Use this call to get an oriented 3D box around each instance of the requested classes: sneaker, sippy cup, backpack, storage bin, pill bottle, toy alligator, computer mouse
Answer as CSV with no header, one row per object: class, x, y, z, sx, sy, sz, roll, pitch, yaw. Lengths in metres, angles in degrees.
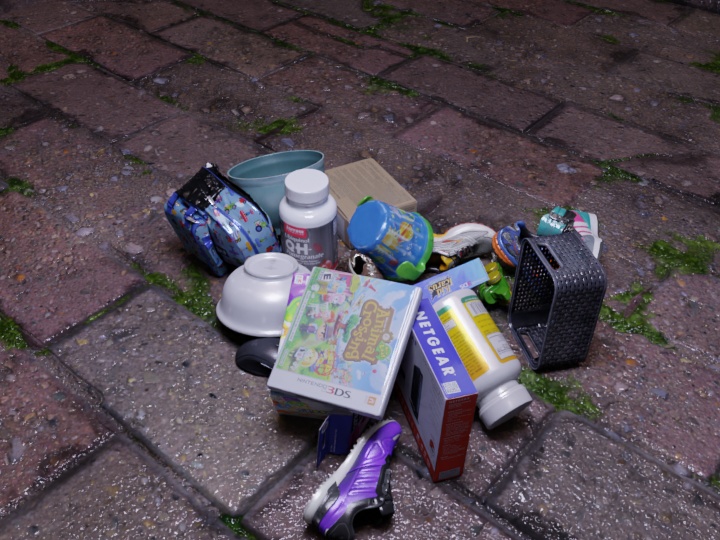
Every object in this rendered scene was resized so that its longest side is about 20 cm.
sneaker,0.415,-0.066,1.462,0.119,0.085,0.201,12,32,5
sippy cup,0.049,-0.065,1.369,0.177,0.130,0.141,14,81,43
sneaker,0.340,-0.016,1.377,0.199,0.079,0.075,38,50,5
sneaker,0.015,0.302,1.021,0.099,0.070,0.200,30,51,21
sneaker,0.000,0.000,1.332,0.070,0.077,0.200,-13,18,-18
backpack,-0.250,-0.075,1.380,0.199,0.183,0.134,35,67,28
storage bin,0.325,0.051,1.224,0.092,0.202,0.136,-7,39,-11
pill bottle,-0.098,-0.085,1.376,0.109,0.202,0.111,0,39,0
sneaker,0.180,-0.033,1.433,0.197,0.078,0.083,-14,44,-4
toy alligator,0.247,0.019,1.384,0.054,0.060,0.200,-30,19,14
computer mouse,-0.105,0.130,1.234,0.198,0.046,0.141,17,43,18
pill bottle,0.182,0.140,1.149,0.112,0.113,0.201,-21,66,-25

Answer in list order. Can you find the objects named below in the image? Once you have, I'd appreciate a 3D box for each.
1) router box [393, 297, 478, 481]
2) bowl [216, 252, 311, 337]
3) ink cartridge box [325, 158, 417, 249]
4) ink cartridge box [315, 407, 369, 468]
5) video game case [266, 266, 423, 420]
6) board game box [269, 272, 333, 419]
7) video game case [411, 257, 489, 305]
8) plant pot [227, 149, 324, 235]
router box,0.104,0.174,1.084,0.048,0.181,0.201,-9,39,-13
bowl,-0.157,0.029,1.291,0.198,0.092,0.202,2,26,-1
ink cartridge box,0.002,-0.147,1.556,0.163,0.076,0.200,-19,44,-21
ink cartridge box,-0.006,0.205,1.107,0.037,0.096,0.200,23,43,18
video game case,-0.022,0.099,1.060,0.180,0.022,0.202,11,65,22
board game box,-0.068,0.119,1.143,0.103,0.103,0.202,6,65,5
video game case,0.092,0.054,1.240,0.198,0.181,0.046,-21,83,-25
plant pot,-0.160,-0.153,1.490,0.197,0.136,0.201,-9,22,3
